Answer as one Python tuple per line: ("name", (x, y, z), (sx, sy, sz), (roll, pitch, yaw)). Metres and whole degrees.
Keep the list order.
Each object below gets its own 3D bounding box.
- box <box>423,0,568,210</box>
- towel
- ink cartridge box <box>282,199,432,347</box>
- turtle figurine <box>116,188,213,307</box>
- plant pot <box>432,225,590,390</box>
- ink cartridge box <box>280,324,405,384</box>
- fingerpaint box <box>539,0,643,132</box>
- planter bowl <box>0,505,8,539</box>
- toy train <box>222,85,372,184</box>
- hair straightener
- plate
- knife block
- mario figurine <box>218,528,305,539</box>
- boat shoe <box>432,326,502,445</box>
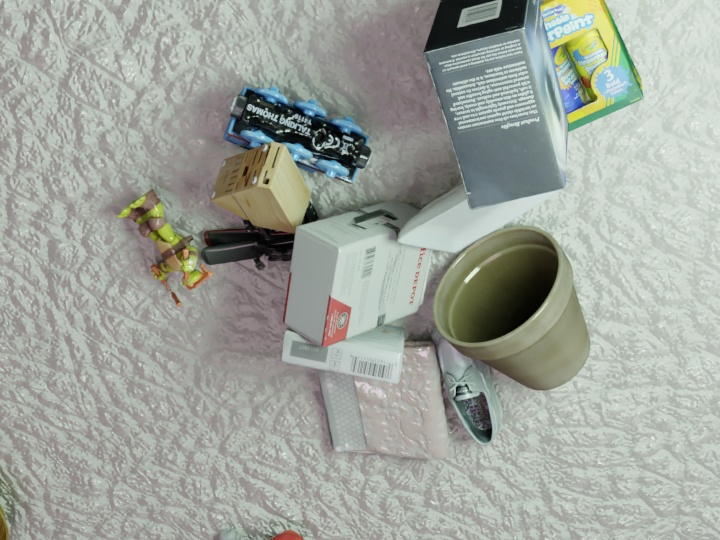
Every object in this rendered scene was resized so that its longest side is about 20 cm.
("box", (0.166, -0.210, 1.470), (0.123, 0.200, 0.199), (-11, 117, 16))
("towel", (0.032, 0.194, 1.878), (0.190, 0.032, 0.201), (0, 120, 18))
("ink cartridge box", (0.000, 0.000, 1.686), (0.083, 0.200, 0.147), (28, 120, 34))
("turtle figurine", (-0.264, -0.035, 1.768), (0.064, 0.200, 0.162), (-39, 99, -21))
("plant pot", (0.225, 0.068, 1.722), (0.199, 0.201, 0.174), (-26, 130, 21))
("ink cartridge box", (-0.019, 0.104, 1.750), (0.162, 0.200, 0.057), (10, 93, 2))
("fingerpaint box", (0.233, -0.257, 1.590), (0.199, 0.073, 0.167), (-22, 113, 19))
("planter bowl", (-0.662, 0.393, 2.074), (0.199, 0.084, 0.201), (4, 120, 7))
("toy train", (-0.083, -0.179, 1.658), (0.199, 0.114, 0.087), (20, 84, -13))
("hair straightener", (-0.128, -0.022, 1.773), (0.199, 0.077, 0.041), (1, 137, 5))
("plate", (0.162, -0.089, 1.650), (0.199, 0.200, 0.032), (-32, 73, 22))
("knife block", (-0.100, -0.091, 1.669), (0.175, 0.064, 0.200), (25, 161, -28))
("mario figurine", (-0.161, 0.472, 2.065), (0.200, 0.106, 0.123), (-27, 148, 32))
("boat shoe", (0.159, 0.166, 1.834), (0.070, 0.072, 0.201), (-17, 113, 18))
